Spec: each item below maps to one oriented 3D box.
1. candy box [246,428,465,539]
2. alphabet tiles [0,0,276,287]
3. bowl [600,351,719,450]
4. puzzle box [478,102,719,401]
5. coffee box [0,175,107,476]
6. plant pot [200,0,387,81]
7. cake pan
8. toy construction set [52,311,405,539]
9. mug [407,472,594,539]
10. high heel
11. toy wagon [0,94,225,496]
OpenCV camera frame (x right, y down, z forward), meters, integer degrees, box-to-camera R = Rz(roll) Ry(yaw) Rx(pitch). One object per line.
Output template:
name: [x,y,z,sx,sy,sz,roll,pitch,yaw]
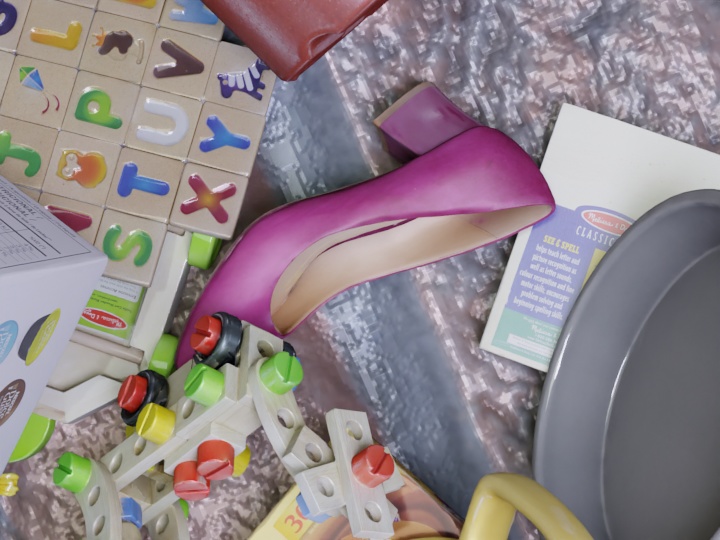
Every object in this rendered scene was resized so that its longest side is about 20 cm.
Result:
candy box: [-0.027,0.188,1.273,0.117,0.056,0.200,41,90,5]
alphabet tiles: [-0.147,-0.086,1.291,0.199,0.006,0.167,14,75,4]
bowl: [0.184,0.147,1.214,0.094,0.201,0.202,17,88,-24]
puzzle box: [0.172,0.009,1.282,0.199,0.025,0.134,20,89,5]
coffee box: [-0.277,0.030,1.190,0.200,0.198,0.200,36,110,18]
plant pot: [-0.044,-0.211,1.237,0.201,0.201,0.195,-41,93,1]
cake pan: [0.148,0.063,1.184,0.037,0.200,0.202,18,88,-26]
toy construction set: [-0.073,0.101,1.219,0.199,0.092,0.132,-24,46,29]
mug: [0.046,0.208,1.161,0.149,0.153,0.188,-22,119,-15]
high heel: [0.000,0.000,1.265,0.200,0.067,0.096,-47,63,-2]
toy wagon: [-0.162,0.015,1.301,0.154,0.040,0.201,18,89,6]
